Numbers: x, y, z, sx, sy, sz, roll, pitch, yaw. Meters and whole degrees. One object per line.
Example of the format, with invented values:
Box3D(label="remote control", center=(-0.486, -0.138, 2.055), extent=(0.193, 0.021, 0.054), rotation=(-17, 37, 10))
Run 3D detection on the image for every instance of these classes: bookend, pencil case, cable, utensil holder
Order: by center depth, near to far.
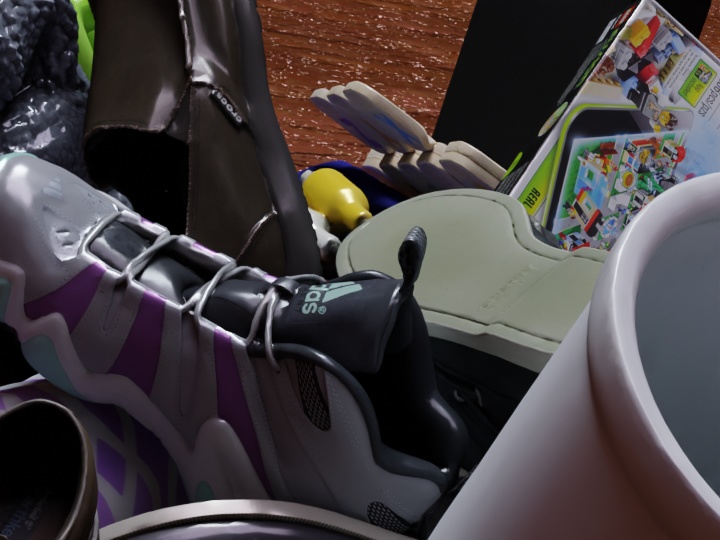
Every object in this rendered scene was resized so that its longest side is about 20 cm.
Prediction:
Box3D(label="utensil holder", center=(0.107, 0.098, 0.788), extent=(0.169, 0.200, 0.171), rotation=(16, 44, -16))
Box3D(label="pencil case", center=(-0.105, 0.076, 0.961), extent=(0.200, 0.085, 0.084), rotation=(-19, 74, -55))
Box3D(label="cable", center=(0.000, 0.000, 1.108), extent=(0.050, 0.097, 0.200), rotation=(47, -19, -24))
Box3D(label="bookend", center=(0.153, -0.093, 1.369), extent=(0.198, 0.201, 0.092), rotation=(29, 18, 38))

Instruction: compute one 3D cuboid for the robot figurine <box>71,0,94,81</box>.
Box3D(label="robot figurine", center=(-0.200, -0.096, 1.226), extent=(0.199, 0.176, 0.116), rotation=(-25, 56, -11))

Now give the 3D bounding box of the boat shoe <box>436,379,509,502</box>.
Box3D(label="boat shoe", center=(0.065, 0.072, 1.001), extent=(0.199, 0.066, 0.075), rotation=(31, -12, 46))

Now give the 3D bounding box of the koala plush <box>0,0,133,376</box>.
Box3D(label="koala plush", center=(-0.137, -0.030, 1.109), extent=(0.199, 0.185, 0.177), rotation=(32, -15, -32))

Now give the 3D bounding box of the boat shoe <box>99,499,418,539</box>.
Box3D(label="boat shoe", center=(-0.009, 0.129, 0.887), extent=(0.199, 0.073, 0.063), rotation=(9, 44, -18))

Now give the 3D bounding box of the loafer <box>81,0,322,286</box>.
Box3D(label="loafer", center=(-0.076, -0.066, 1.009), extent=(0.071, 0.073, 0.201), rotation=(-7, 65, -35))

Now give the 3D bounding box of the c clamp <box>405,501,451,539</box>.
Box3D(label="c clamp", center=(0.096, 0.118, 1.045), extent=(0.198, 0.027, 0.171), rotation=(9, 21, -11))

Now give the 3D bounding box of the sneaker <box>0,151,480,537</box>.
Box3D(label="sneaker", center=(-0.035, 0.013, 0.896), extent=(0.200, 0.140, 0.078), rotation=(46, 38, -12))

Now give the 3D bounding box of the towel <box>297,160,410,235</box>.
Box3D(label="towel", center=(0.008, 0.014, 1.241), extent=(0.147, 0.050, 0.199), rotation=(-17, 36, -42))

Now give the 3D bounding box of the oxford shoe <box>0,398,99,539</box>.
Box3D(label="oxford shoe", center=(-0.138, 0.114, 0.771), extent=(0.072, 0.085, 0.201), rotation=(20, 47, 6))

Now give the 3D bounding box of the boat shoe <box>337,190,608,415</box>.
Box3D(label="boat shoe", center=(0.059, 0.022, 0.948), extent=(0.074, 0.066, 0.199), rotation=(-37, 27, -21))

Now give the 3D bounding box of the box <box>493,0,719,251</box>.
Box3D(label="box", center=(0.114, -0.016, 1.163), extent=(0.110, 0.200, 0.035), rotation=(40, -26, -10))

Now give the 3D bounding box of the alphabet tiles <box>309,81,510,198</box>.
Box3D(label="alphabet tiles", center=(0.061, -0.028, 1.272), extent=(0.195, 0.015, 0.200), rotation=(36, -7, -11))
